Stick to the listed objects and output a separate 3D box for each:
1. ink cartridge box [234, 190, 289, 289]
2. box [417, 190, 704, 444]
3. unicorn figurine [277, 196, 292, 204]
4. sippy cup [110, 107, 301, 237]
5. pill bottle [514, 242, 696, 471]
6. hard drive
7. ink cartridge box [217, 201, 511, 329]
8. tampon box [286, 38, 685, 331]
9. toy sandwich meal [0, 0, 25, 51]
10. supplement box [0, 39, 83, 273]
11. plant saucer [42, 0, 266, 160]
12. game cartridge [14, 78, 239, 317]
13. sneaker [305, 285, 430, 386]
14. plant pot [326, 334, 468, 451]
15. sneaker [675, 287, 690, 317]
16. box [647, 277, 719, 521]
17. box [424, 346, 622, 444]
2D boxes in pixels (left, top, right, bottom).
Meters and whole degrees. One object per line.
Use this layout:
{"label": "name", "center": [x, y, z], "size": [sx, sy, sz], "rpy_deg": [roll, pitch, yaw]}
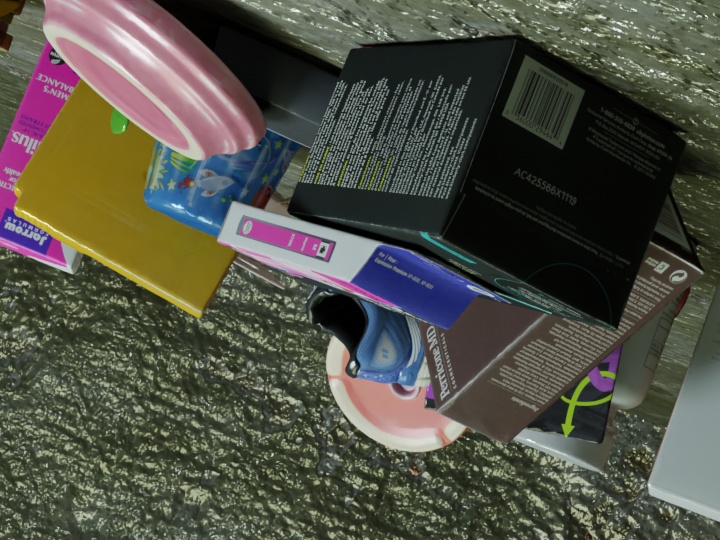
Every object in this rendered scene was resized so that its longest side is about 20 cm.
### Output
{"label": "ink cartridge box", "center": [-0.135, -0.079, 1.549], "size": [0.200, 0.068, 0.116], "rpy_deg": [48, -171, 30]}
{"label": "box", "center": [0.132, 0.017, 1.097], "size": [0.075, 0.200, 0.100], "rpy_deg": [25, -146, -29]}
{"label": "unicorn figurine", "center": [0.038, -0.049, 1.555], "size": [0.199, 0.074, 0.138], "rpy_deg": [1, 142, 19]}
{"label": "sippy cup", "center": [-0.119, -0.099, 1.352], "size": [0.177, 0.131, 0.140], "rpy_deg": [21, 174, 5]}
{"label": "pill bottle", "center": [0.190, 0.055, 1.299], "size": [0.114, 0.201, 0.114], "rpy_deg": [21, 174, 2]}
{"label": "hard drive", "center": [-0.036, -0.126, 1.231], "size": [0.199, 0.043, 0.135], "rpy_deg": [23, 175, -17]}
{"label": "ink cartridge box", "center": [-0.002, -0.001, 1.046], "size": [0.094, 0.037, 0.199], "rpy_deg": [26, 172, -39]}
{"label": "tampon box", "center": [0.076, -0.059, 1.020], "size": [0.149, 0.127, 0.200], "rpy_deg": [25, 174, -29]}
{"label": "toy sandwich meal", "center": [-0.366, -0.239, 1.300], "size": [0.204, 0.071, 0.205], "rpy_deg": [25, 172, 4]}
{"label": "supplement box", "center": [-0.276, -0.109, 1.482], "size": [0.101, 0.201, 0.103], "rpy_deg": [21, 175, -7]}
{"label": "plant saucer", "center": [-0.160, -0.148, 1.173], "size": [0.200, 0.051, 0.201], "rpy_deg": [37, 169, 8]}
{"label": "game cartridge", "center": [-0.185, -0.081, 1.413], "size": [0.199, 0.177, 0.032], "rpy_deg": [29, 163, -1]}
{"label": "sneaker", "center": [0.000, 0.000, 1.226], "size": [0.089, 0.201, 0.079], "rpy_deg": [-2, 141, -17]}
{"label": "plant pot", "center": [0.068, 0.059, 1.435], "size": [0.199, 0.201, 0.177], "rpy_deg": [20, -146, 15]}
{"label": "sneaker", "center": [0.217, 0.001, 1.465], "size": [0.087, 0.074, 0.200], "rpy_deg": [38, 164, -22]}
{"label": "box", "center": [0.320, 0.108, 1.322], "size": [0.106, 0.201, 0.152], "rpy_deg": [20, 174, 13]}
{"label": "box", "center": [0.130, 0.025, 1.191], "size": [0.142, 0.201, 0.036], "rpy_deg": [10, -155, 8]}
